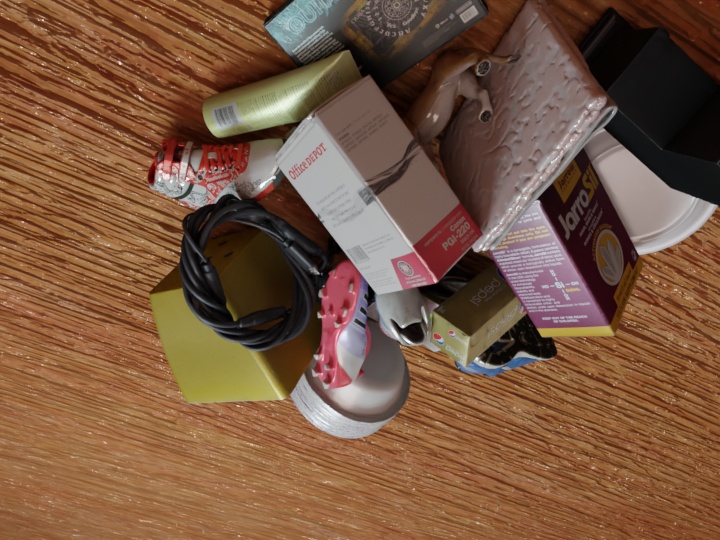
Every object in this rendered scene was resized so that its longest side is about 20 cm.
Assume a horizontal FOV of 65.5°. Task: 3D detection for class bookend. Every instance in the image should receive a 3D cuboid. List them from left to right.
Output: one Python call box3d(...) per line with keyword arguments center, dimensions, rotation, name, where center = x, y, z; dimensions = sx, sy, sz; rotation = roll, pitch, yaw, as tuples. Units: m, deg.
box3d(center=(0.313, -0.150, 0.524), dimensions=(0.200, 0.199, 0.092), rotation=(35, 105, -13), name="bookend")

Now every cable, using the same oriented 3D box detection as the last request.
box3d(center=(-0.138, 0.003, 0.679), dimensions=(0.200, 0.164, 0.051), rotation=(36, 168, -33), name="cable")

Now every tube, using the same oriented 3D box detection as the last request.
box3d(center=(-0.086, -0.195, 0.640), dimensions=(0.199, 0.058, 0.052), rotation=(-6, 97, 25), name="tube")

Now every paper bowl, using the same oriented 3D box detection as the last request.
box3d(center=(-0.011, 0.150, 0.884), dimensions=(0.200, 0.201, 0.104), rotation=(24, 132, -16), name="paper bowl")

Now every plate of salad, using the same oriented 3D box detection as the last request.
box3d(center=(0.340, -0.105, 0.700), dimensions=(0.199, 0.048, 0.201), rotation=(8, 128, 10), name="plate of salad")

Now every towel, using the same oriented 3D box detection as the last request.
box3d(center=(0.156, -0.148, 0.581), dimensions=(0.032, 0.192, 0.200), rotation=(10, 136, -23), name="towel")

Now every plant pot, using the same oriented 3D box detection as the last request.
box3d(center=(-0.178, 0.054, 0.811), dimensions=(0.199, 0.200, 0.177), rotation=(-11, 120, 32), name="plant pot")

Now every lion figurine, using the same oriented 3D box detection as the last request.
box3d(center=(0.080, -0.183, 0.629), dimensions=(0.072, 0.123, 0.200), rotation=(30, 116, -37), name="lion figurine")

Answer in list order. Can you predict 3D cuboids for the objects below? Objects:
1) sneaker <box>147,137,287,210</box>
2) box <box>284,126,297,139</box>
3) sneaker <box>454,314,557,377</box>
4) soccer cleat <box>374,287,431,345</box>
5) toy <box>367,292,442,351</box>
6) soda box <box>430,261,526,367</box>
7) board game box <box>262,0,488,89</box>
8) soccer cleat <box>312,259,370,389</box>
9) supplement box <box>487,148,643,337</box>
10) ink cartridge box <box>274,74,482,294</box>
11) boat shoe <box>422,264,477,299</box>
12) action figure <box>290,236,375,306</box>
box3d(center=(-0.182, -0.127, 0.686), dimensions=(0.201, 0.068, 0.108), rotation=(-14, 152, 42), name="sneaker")
box3d(center=(-0.021, -0.094, 0.699), dimensions=(0.039, 0.041, 0.200), rotation=(-31, 100, 12), name="box")
box3d(center=(0.229, 0.122, 0.891), dimensions=(0.199, 0.079, 0.089), rotation=(-2, 156, -32), name="sneaker")
box3d(center=(0.062, 0.074, 0.757), dimensions=(0.070, 0.087, 0.200), rotation=(-27, 153, 1), name="soccer cleat")
box3d(center=(0.101, 0.068, 0.894), dimensions=(0.115, 0.047, 0.200), rotation=(-25, 135, 39), name="toy")
box3d(center=(0.185, 0.040, 0.762), dimensions=(0.064, 0.200, 0.068), rotation=(35, 146, 33), name="soda box")
box3d(center=(0.014, -0.269, 0.590), dimensions=(0.200, 0.028, 0.135), rotation=(-26, 126, 29), name="board game box")
box3d(center=(-0.015, 0.071, 0.744), dimensions=(0.076, 0.067, 0.201), rotation=(-12, 124, -37), name="soccer cleat")
box3d(center=(0.240, -0.034, 0.676), dimensions=(0.103, 0.131, 0.200), rotation=(-10, 124, 51), name="supplement box")
box3d(center=(0.013, -0.081, 0.599), dimensions=(0.200, 0.085, 0.146), rotation=(51, 158, -10), name="ink cartridge box")
box3d(center=(0.176, 0.039, 0.853), dimensions=(0.199, 0.057, 0.067), rotation=(21, 133, -14), name="boat shoe")
box3d(center=(0.000, 0.000, 0.789), dimensions=(0.199, 0.102, 0.119), rotation=(-27, 102, 9), name="action figure")
